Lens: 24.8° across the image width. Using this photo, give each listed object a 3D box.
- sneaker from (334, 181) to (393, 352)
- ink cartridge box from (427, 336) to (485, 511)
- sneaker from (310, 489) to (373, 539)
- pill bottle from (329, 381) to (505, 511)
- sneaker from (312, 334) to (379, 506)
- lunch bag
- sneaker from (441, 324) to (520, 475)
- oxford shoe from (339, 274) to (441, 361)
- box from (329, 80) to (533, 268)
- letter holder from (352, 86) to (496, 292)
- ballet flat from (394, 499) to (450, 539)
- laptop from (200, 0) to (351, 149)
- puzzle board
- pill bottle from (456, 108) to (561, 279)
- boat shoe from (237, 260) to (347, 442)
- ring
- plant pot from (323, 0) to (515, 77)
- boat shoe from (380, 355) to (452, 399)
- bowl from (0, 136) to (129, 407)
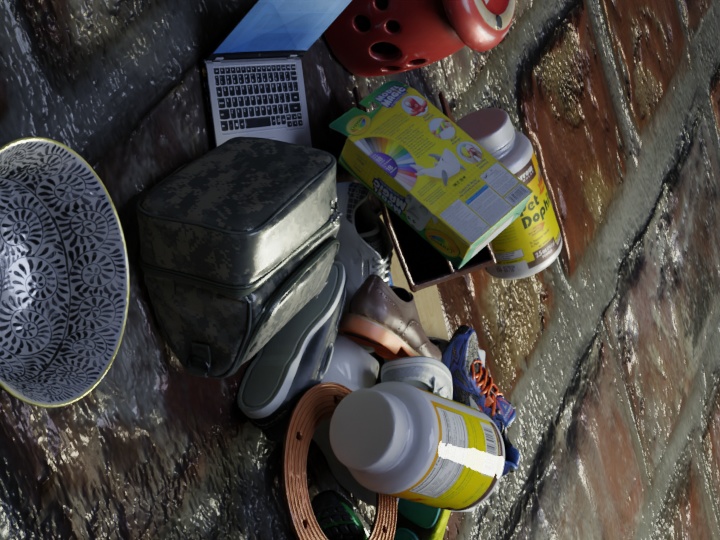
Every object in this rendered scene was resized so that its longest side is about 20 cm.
[{"bbox_3d":[0.000,0.000,1.757,0.077,0.080,0.202,-55,134,-52],"label":"sneaker"},{"bbox_3d":[0.088,0.181,1.911,0.199,0.040,0.203,14,79,-62],"label":"ink cartridge box"},{"bbox_3d":[-0.009,0.294,1.718,0.086,0.077,0.201,-80,156,-43],"label":"sneaker"},{"bbox_3d":[0.055,0.174,1.624,0.199,0.108,0.111,25,65,-53],"label":"pill bottle"},{"bbox_3d":[0.003,0.156,1.745,0.201,0.073,0.116,59,41,-38],"label":"sneaker"},{"bbox_3d":[-0.106,-0.012,1.516,0.200,0.138,0.170,-45,143,-52],"label":"lunch bag"},{"bbox_3d":[0.141,0.152,1.884,0.075,0.078,0.202,-50,133,-50],"label":"sneaker"},{"bbox_3d":[0.047,0.060,1.749,0.200,0.071,0.074,37,71,-62],"label":"oxford shoe"},{"bbox_3d":[0.067,-0.105,1.695,0.117,0.200,0.049,-38,165,-36],"label":"box"},{"bbox_3d":[0.066,-0.108,1.779,0.143,0.099,0.202,64,11,-51],"label":"letter holder"},{"bbox_3d":[0.070,0.273,1.804,0.067,0.066,0.202,-22,133,-49],"label":"ballet flat"},{"bbox_3d":[-0.061,-0.193,1.635,0.187,0.115,0.203,-15,99,-60],"label":"laptop"},{"bbox_3d":[0.048,0.024,1.908,0.151,0.017,0.202,-40,120,-55],"label":"puzzle board"},{"bbox_3d":[0.177,-0.098,2.052,0.110,0.108,0.202,-60,136,-46],"label":"pill bottle"},{"bbox_3d":[-0.062,0.080,1.645,0.201,0.075,0.061,-60,136,-30],"label":"boat shoe"},{"bbox_3d":[-0.023,0.211,1.606,0.200,0.019,0.203,30,54,-50],"label":"ring"},{"bbox_3d":[0.065,-0.329,1.825,0.200,0.180,0.203,21,66,-57],"label":"plant pot"},{"bbox_3d":[0.068,0.157,1.758,0.203,0.073,0.065,73,8,-55],"label":"boat shoe"},{"bbox_3d":[-0.271,0.004,1.239,0.200,0.093,0.204,16,71,-60],"label":"bowl"}]
